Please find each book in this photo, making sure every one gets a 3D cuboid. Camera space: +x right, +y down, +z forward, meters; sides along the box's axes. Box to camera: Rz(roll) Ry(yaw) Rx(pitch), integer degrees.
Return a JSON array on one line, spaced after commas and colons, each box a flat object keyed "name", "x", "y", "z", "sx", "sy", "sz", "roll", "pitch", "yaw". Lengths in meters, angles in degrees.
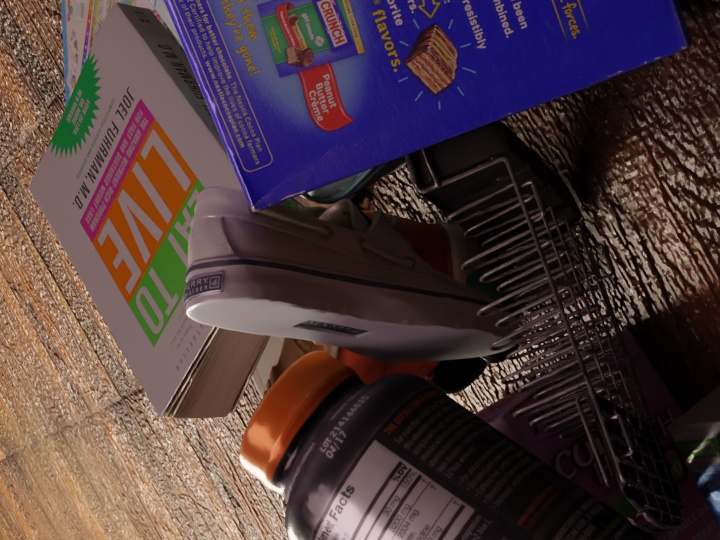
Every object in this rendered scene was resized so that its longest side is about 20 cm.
[{"name": "book", "x": -0.107, "y": -0.036, "z": 0.865, "sx": 0.200, "sy": 0.048, "sz": 0.134, "roll": 52, "pitch": 125, "yaw": 36}]

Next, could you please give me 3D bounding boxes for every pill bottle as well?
[{"name": "pill bottle", "x": 0.038, "y": 0.120, "z": 0.749, "sx": 0.200, "sy": 0.106, "sz": 0.106, "roll": 34, "pitch": 145, "yaw": 19}]

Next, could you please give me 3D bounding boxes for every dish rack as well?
[{"name": "dish rack", "x": 0.095, "y": 0.032, "z": 0.743, "sx": 0.153, "sy": 0.054, "sz": 0.201, "roll": 27, "pitch": -138, "yaw": -64}]

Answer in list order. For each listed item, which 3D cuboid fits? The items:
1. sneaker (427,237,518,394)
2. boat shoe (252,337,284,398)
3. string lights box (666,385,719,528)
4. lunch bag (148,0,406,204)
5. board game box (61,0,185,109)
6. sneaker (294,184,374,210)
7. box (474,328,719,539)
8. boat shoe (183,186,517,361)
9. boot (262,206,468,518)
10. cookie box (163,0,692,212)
[{"name": "sneaker", "x": 0.027, "y": 0.046, "z": 0.967, "sx": 0.080, "sy": 0.071, "sz": 0.200, "roll": 63, "pitch": 151, "yaw": 3}, {"name": "boat shoe", "x": -0.057, "y": 0.053, "z": 1.146, "sx": 0.200, "sy": 0.073, "sz": 0.062, "roll": 36, "pitch": -172, "yaw": 26}, {"name": "string lights box", "x": 0.236, "y": 0.142, "z": 0.730, "sx": 0.201, "sy": 0.059, "sz": 0.103, "roll": 62, "pitch": 151, "yaw": -4}, {"name": "lunch bag", "x": -0.013, "y": -0.145, "z": 0.802, "sx": 0.160, "sy": 0.077, "sz": 0.200, "roll": -41, "pitch": 82, "yaw": 30}, {"name": "board game box", "x": -0.133, "y": -0.131, "z": 0.962, "sx": 0.134, "sy": 0.034, "sz": 0.201, "roll": -23, "pitch": 66, "yaw": 45}, {"name": "sneaker", "x": -0.018, "y": -0.059, "z": 0.898, "sx": 0.087, "sy": 0.075, "sz": 0.201, "roll": 12, "pitch": 109, "yaw": 45}, {"name": "box", "x": 0.130, "y": 0.161, "z": 0.883, "sx": 0.200, "sy": 0.097, "sz": 0.176, "roll": 56, "pitch": 152, "yaw": 5}, {"name": "boat shoe", "x": 0.000, "y": 0.000, "z": 0.765, "sx": 0.071, "sy": 0.199, "sz": 0.070, "roll": -21, "pitch": 65, "yaw": 48}, {"name": "boot", "x": 0.005, "y": 0.061, "z": 0.864, "sx": 0.075, "sy": 0.107, "sz": 0.201, "roll": -132, "pitch": 45, "yaw": -53}, {"name": "cookie box", "x": 0.018, "y": -0.141, "z": 0.672, "sx": 0.075, "sy": 0.199, "sz": 0.172, "roll": -79, "pitch": -32, "yaw": -73}]
